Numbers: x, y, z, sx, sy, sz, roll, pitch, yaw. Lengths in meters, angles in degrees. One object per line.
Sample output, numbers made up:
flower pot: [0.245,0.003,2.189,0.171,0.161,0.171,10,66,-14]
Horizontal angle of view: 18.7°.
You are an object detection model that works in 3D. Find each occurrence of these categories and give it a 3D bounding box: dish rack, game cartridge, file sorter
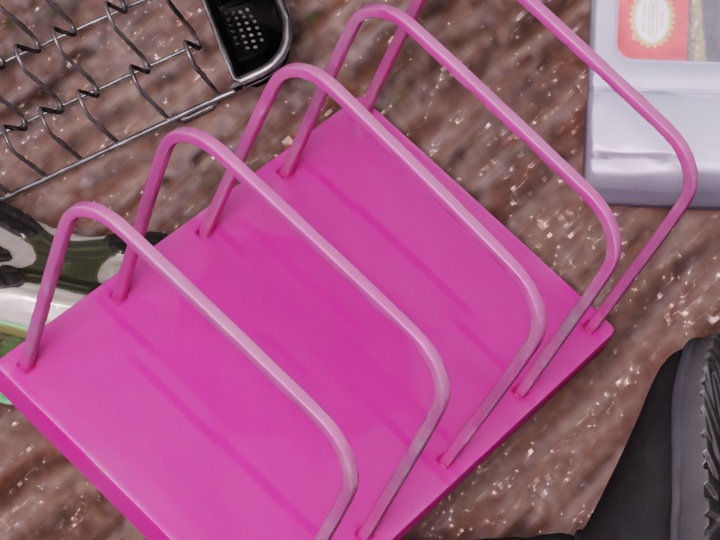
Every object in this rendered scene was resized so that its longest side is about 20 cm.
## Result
dish rack: [-0.135,-0.109,0.874,0.199,0.055,0.154,-24,80,6]
game cartridge: [0.154,-0.123,0.839,0.132,0.041,0.202,2,85,3]
file sorter: [0.000,0.000,0.755,0.139,0.126,0.200,43,53,12]

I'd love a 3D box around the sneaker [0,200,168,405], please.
sneaker: [-0.134,0.028,0.843,0.198,0.077,0.089,13,123,5]

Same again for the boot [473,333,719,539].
boot: [0.047,0.108,0.812,0.199,0.066,0.166,-16,37,26]
